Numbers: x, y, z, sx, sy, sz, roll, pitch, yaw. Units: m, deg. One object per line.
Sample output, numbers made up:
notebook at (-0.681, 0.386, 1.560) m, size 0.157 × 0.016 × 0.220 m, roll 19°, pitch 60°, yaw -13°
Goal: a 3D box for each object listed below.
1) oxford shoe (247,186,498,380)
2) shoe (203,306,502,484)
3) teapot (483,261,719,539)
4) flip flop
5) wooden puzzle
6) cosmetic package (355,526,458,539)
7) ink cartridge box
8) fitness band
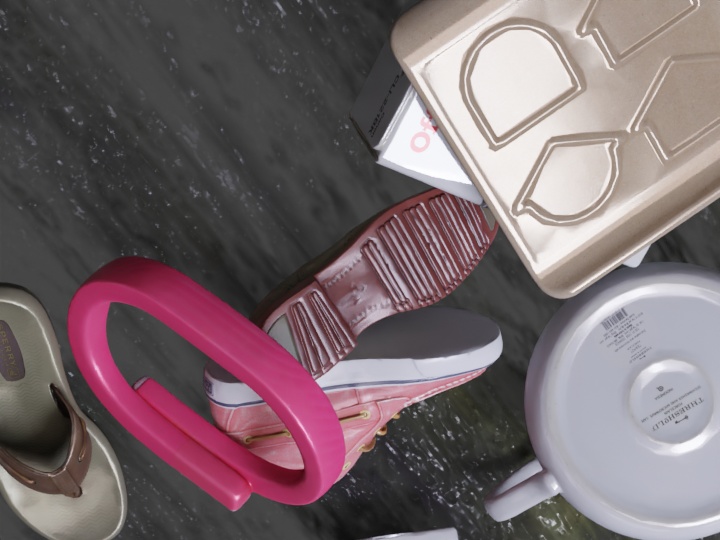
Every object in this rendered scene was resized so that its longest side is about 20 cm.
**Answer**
oxford shoe at (0.000, 0.000, 1.010) m, size 0.200 × 0.075 × 0.071 m, roll -31°, pitch 107°, yaw -21°
shoe at (-0.002, 0.087, 1.049) m, size 0.200 × 0.072 × 0.091 m, roll -10°, pitch 118°, yaw -5°
teapot at (0.199, 0.091, 1.066) m, size 0.200 × 0.146 × 0.198 m, roll 10°, pitch 86°, yaw 3°
flip flop at (-0.207, 0.101, 1.003) m, size 0.081 × 0.058 × 0.200 m, roll -17°, pitch 118°, yaw -7°
wooden puzzle at (0.136, -0.111, 0.911) m, size 0.185 × 0.046 × 0.200 m, roll -34°, pitch 113°, yaw 1°
cosmetic package at (0.031, 0.288, 1.085) m, size 0.101 × 0.200 × 0.074 m, roll -4°, pitch 159°, yaw -13°
ink cartridge box at (0.113, -0.109, 0.975) m, size 0.200 × 0.084 × 0.144 m, roll 21°, pitch 107°, yaw -24°
fitness band at (-0.097, 0.073, 0.969) m, size 0.200 × 0.037 × 0.144 m, roll 35°, pitch 140°, yaw 13°
